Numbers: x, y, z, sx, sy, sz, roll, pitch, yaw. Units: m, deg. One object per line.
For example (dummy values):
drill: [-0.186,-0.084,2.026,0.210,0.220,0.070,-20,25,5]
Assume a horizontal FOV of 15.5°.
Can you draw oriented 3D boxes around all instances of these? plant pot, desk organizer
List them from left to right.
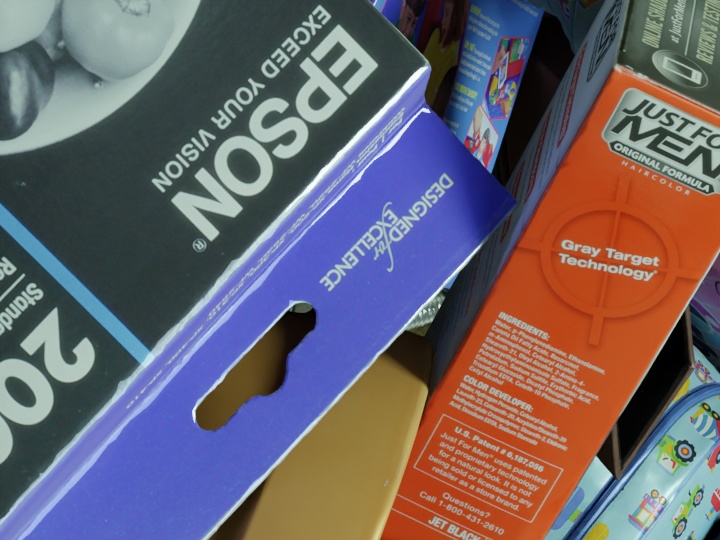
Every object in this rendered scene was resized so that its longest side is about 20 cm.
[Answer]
plant pot: [-0.078,0.088,0.899,0.200,0.139,0.201,-156,-90,-85]
desk organizer: [0.107,-0.019,1.084,0.071,0.077,0.201,-22,130,-16]

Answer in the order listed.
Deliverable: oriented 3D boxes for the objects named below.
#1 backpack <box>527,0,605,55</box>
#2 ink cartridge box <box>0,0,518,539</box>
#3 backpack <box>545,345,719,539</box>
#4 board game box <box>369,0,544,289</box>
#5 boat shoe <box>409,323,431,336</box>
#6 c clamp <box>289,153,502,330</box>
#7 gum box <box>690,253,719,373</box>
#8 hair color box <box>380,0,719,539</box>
backpack: [0.155,-0.135,0.962,0.200,0.126,0.167,-41,148,-29]
ink cartridge box: [-0.078,-0.022,0.785,0.198,0.200,0.043,-47,-170,-10]
backpack: [0.122,0.115,1.261,0.183,0.134,0.200,-48,165,-7]
board game box: [0.008,-0.068,0.926,0.200,0.045,0.135,14,95,-73]
boat shoe: [0.000,0.058,1.130,0.199,0.072,0.064,-11,171,-46]
c clamp: [0.000,0.000,1.057,0.200,0.027,0.172,-24,119,-45]
gum box: [0.179,-0.005,1.266,0.066,0.113,0.200,-48,152,-8]
hair color box: [0.072,0.000,0.878,0.102,0.061,0.200,-70,-174,-56]
